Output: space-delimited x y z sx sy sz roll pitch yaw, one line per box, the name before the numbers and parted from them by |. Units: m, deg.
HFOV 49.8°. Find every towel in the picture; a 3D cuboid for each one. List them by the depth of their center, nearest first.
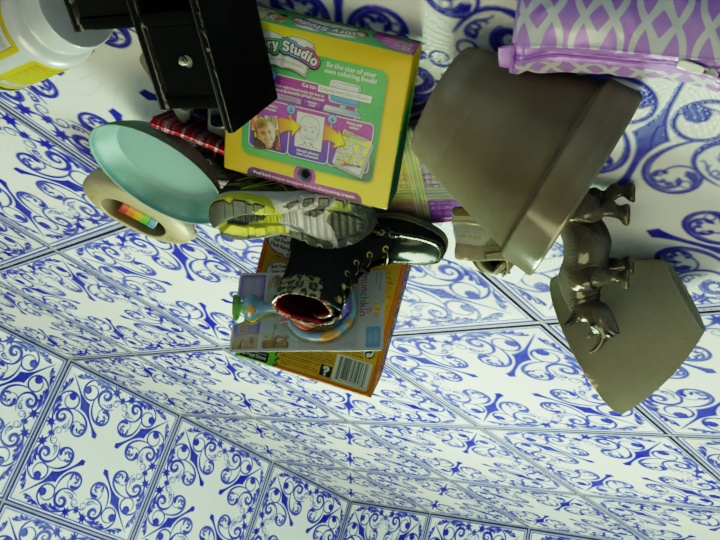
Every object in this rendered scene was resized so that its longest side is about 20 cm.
towel | 0.081 -0.117 0.923 0.196 0.023 0.145 -1 132 19
towel | -0.164 -0.158 1.004 0.197 0.023 0.145 22 -167 -8

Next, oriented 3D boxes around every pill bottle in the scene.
pill bottle | -0.375 -0.281 0.892 0.198 0.116 0.114 -3 148 40

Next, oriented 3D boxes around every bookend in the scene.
bookend | -0.205 -0.249 0.765 0.197 0.092 0.202 7 125 26

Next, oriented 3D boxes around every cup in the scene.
cup | 0.361 0.066 1.019 0.142 0.203 0.200 -30 132 26

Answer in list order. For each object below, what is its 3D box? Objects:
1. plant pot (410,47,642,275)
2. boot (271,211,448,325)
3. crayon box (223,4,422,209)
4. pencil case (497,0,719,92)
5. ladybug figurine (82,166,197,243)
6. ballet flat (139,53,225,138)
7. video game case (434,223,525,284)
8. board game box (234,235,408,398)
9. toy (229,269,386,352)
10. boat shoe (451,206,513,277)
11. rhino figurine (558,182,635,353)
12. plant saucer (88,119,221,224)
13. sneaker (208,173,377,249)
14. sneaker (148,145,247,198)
plant pot | 0.150 -0.125 0.773 0.172 0.201 0.201 32 158 10
boot | -0.001 0.001 0.939 0.200 0.155 0.074 9 138 8
crayon box | -0.045 -0.177 0.841 0.196 0.058 0.175 15 122 8
pencil case | 0.224 -0.198 0.663 0.197 0.087 0.084 10 153 20
ladybug figurine | -0.354 -0.113 1.276 0.198 0.073 0.135 31 153 -23
ballet flat | -0.189 -0.209 0.963 0.197 0.068 0.068 22 152 -6
video game case | 0.151 -0.068 1.031 0.197 0.046 0.182 19 155 0
board game box | -0.041 0.040 1.126 0.197 0.203 0.200 16 -174 6
toy | -0.069 0.042 0.979 0.196 0.117 0.047 -3 148 10
boat shoe | 0.155 -0.026 0.921 0.071 0.066 0.199 5 176 26
rhino figurine | 0.278 -0.002 0.922 0.086 0.204 0.060 4 -169 29
plant saucer | -0.265 -0.137 1.037 0.197 0.036 0.201 20 154 10
sneaker | -0.077 -0.083 0.915 0.196 0.085 0.075 5 130 -3
sneaker | -0.218 -0.154 1.112 0.196 0.081 0.087 8 143 5
